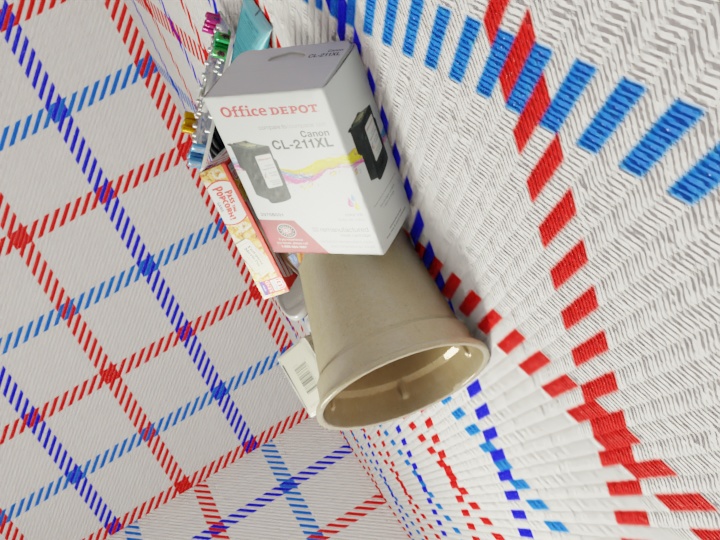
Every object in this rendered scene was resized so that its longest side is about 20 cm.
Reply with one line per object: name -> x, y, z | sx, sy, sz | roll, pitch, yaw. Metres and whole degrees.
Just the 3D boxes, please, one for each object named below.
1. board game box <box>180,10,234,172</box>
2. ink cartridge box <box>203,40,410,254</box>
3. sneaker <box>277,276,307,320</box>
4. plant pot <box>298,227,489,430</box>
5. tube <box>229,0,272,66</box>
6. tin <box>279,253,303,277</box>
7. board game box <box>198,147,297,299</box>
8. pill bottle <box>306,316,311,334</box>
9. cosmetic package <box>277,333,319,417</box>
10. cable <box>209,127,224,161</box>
board game box -> -0.230, -0.271, 1.339 | 0.200, 0.026, 0.202 | -119, 42, -62
ink cartridge box -> -0.051, -0.119, 0.924 | 0.144, 0.083, 0.201 | 2, 133, 29
sneaker -> -0.075, 0.032, 1.397 | 0.099, 0.070, 0.201 | 47, -165, -28
plant pot -> 0.018, 0.051, 1.014 | 0.201, 0.199, 0.185 | 80, 169, -63
tube -> -0.156, -0.276, 1.239 | 0.078, 0.050, 0.201 | 52, 146, 23
tin -> -0.070, -0.042, 1.158 | 0.112, 0.042, 0.200 | 51, 163, -7
board game box -> -0.143, -0.083, 1.291 | 0.201, 0.046, 0.152 | 64, -158, -20
pill bottle -> -0.024, 0.107, 1.542 | 0.201, 0.112, 0.113 | 63, 170, -16
cosmetic package -> -0.019, 0.133, 1.359 | 0.071, 0.199, 0.106 | -39, 76, 35
cable -> -0.198, -0.215, 1.467 | 0.201, 0.050, 0.164 | -86, -27, -42
